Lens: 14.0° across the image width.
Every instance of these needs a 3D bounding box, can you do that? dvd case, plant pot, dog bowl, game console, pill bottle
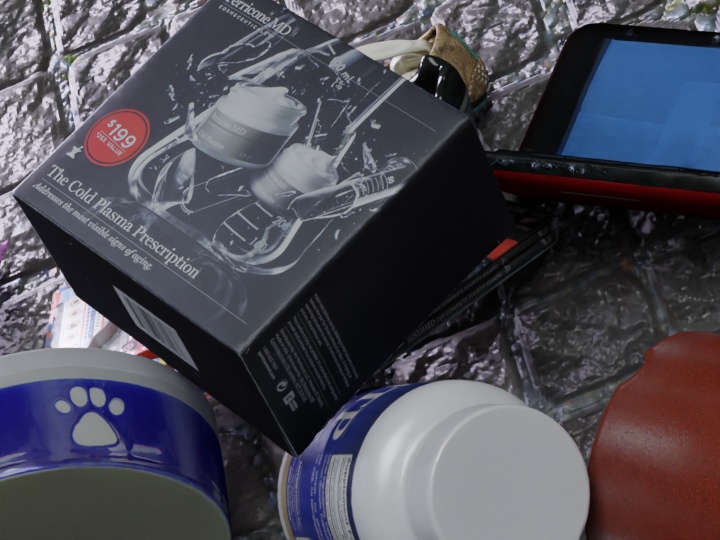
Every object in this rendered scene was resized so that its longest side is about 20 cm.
[{"bbox_3d":[0.000,0.000,1.707,0.145,0.022,0.200,18,37,36],"label":"dvd case"},{"bbox_3d":[0.231,0.121,1.481,0.195,0.201,0.201,14,65,40],"label":"plant pot"},{"bbox_3d":[-0.174,0.133,1.646,0.199,0.200,0.079,-21,53,11],"label":"dog bowl"},{"bbox_3d":[0.171,-0.094,1.697,0.199,0.172,0.120,7,88,29],"label":"game console"},{"bbox_3d":[0.041,0.118,1.547,0.120,0.120,0.200,-54,14,-16],"label":"pill bottle"}]

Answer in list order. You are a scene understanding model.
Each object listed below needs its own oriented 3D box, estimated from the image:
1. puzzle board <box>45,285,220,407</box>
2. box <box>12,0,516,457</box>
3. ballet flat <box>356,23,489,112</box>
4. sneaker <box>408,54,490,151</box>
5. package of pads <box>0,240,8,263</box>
[{"bbox_3d":[-0.126,0.037,1.758,0.150,0.017,0.200,-21,28,11],"label":"puzzle board"},{"bbox_3d":[-0.053,-0.034,1.602,0.200,0.104,0.182,33,70,36],"label":"box"},{"bbox_3d":[-0.019,-0.097,1.811,0.199,0.066,0.071,-26,24,3],"label":"ballet flat"},{"bbox_3d":[-0.018,-0.077,1.734,0.199,0.088,0.074,-15,30,-15],"label":"sneaker"},{"bbox_3d":[-0.308,0.049,1.815,0.120,0.076,0.201,23,63,-11],"label":"package of pads"}]
